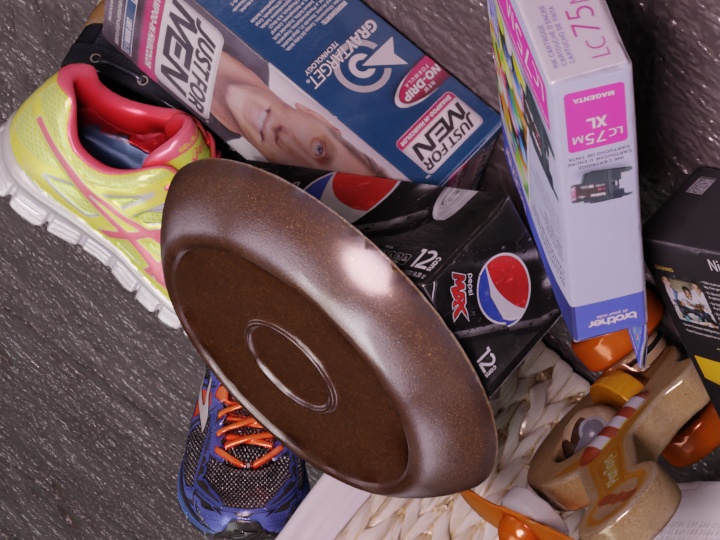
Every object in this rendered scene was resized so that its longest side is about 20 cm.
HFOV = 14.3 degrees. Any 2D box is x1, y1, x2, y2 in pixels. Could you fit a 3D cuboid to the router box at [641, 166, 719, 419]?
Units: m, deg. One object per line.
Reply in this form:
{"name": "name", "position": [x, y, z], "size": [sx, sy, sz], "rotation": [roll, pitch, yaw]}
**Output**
{"name": "router box", "position": [0.225, 0.044, 1.201], "size": [0.199, 0.052, 0.158], "rotation": [14, 141, 49]}

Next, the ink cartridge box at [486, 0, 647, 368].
{"name": "ink cartridge box", "position": [0.086, -0.058, 1.211], "size": [0.200, 0.042, 0.120], "rotation": [76, 178, -51]}

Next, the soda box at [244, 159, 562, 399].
{"name": "soda box", "position": [0.000, 0.000, 1.329], "size": [0.199, 0.063, 0.071], "rotation": [10, 138, 51]}

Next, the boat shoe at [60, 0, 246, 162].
{"name": "boat shoe", "position": [-0.076, -0.062, 1.500], "size": [0.200, 0.062, 0.075], "rotation": [43, 154, 2]}

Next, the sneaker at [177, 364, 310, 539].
{"name": "sneaker", "position": [-0.061, 0.068, 1.554], "size": [0.075, 0.201, 0.079], "rotation": [0, 131, -1]}

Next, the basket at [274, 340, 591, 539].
{"name": "basket", "position": [0.040, 0.131, 1.460], "size": [0.123, 0.200, 0.136], "rotation": [36, 155, 6]}

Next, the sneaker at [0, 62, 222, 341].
{"name": "sneaker", "position": [-0.090, -0.033, 1.433], "size": [0.199, 0.078, 0.090], "rotation": [30, 133, -7]}

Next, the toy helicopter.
{"name": "toy helicopter", "position": [0.107, 0.091, 1.290], "size": [0.079, 0.132, 0.200], "rotation": [49, -171, -9]}

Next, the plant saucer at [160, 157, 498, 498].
{"name": "plant saucer", "position": [-0.024, 0.035, 1.309], "size": [0.200, 0.032, 0.201], "rotation": [36, 154, 21]}

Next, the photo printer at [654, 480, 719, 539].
{"name": "photo printer", "position": [0.142, 0.190, 1.266], "size": [0.069, 0.200, 0.166], "rotation": [38, 163, -15]}

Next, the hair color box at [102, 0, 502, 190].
{"name": "hair color box", "position": [-0.031, -0.093, 1.382], "size": [0.200, 0.061, 0.100], "rotation": [40, 155, 11]}
